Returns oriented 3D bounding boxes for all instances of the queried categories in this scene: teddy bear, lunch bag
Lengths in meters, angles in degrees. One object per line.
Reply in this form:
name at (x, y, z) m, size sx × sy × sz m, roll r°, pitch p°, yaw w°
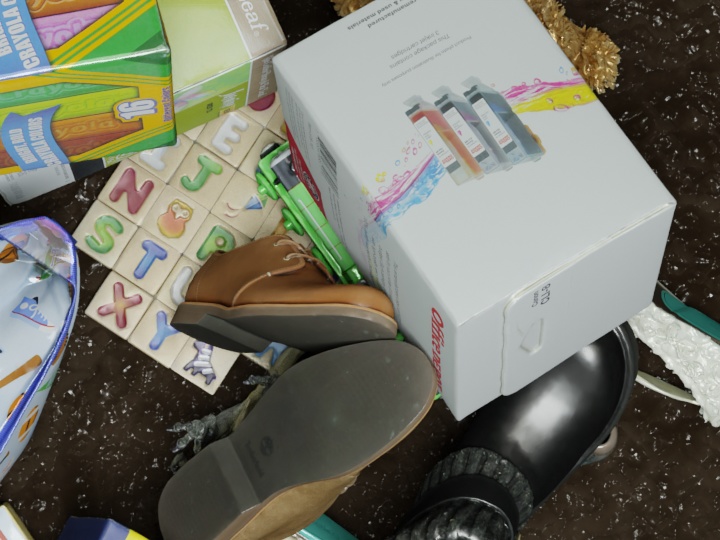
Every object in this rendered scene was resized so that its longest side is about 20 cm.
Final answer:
teddy bear at (0.078, -0.162, 1.233) m, size 0.145 × 0.067 × 0.200 m, roll -38°, pitch 90°, yaw -10°
lunch bag at (-0.239, 0.054, 1.133) m, size 0.124 × 0.170 × 0.200 m, roll 36°, pitch 84°, yaw -6°

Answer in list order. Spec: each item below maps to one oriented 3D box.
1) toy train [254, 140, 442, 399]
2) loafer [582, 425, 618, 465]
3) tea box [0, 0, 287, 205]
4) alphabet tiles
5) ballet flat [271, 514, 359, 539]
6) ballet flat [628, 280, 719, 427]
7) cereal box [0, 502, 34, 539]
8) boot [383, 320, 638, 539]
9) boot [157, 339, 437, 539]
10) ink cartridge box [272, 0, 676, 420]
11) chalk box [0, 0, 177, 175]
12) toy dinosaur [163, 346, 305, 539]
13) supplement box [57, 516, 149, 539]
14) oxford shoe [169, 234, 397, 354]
toy train at (0.000, 0.000, 1.211) m, size 0.042 × 0.056 × 0.200 m, roll -37°, pitch 93°, yaw -9°
loafer at (0.103, 0.037, 1.220) m, size 0.072 × 0.063 × 0.200 m, roll -38°, pitch 90°, yaw -8°
tea box at (-0.172, -0.176, 1.173) m, size 0.196 × 0.134 × 0.201 m, roll -23°, pitch 85°, yaw -6°
alphabet tiles at (-0.084, -0.029, 1.236) m, size 0.166 × 0.006 × 0.201 m, roll 33°, pitch 83°, yaw -2°
ballet flat at (0.012, 0.213, 1.203) m, size 0.199 × 0.069 × 0.070 m, roll 31°, pitch 83°, yaw 0°
ballet flat at (0.176, 0.031, 1.229) m, size 0.200 × 0.072 × 0.072 m, roll 38°, pitch 83°, yaw -1°
cereal box at (-0.263, 0.259, 1.177) m, size 0.200 × 0.040 × 0.144 m, roll -33°, pitch 91°, yaw -8°
boot at (0.083, 0.121, 1.127) m, size 0.079 × 0.158 × 0.212 m, roll 34°, pitch 111°, yaw 10°
boot at (-0.025, 0.106, 1.118) m, size 0.200 × 0.075 × 0.074 m, roll -35°, pitch 59°, yaw 24°
ink cartridge box at (0.063, -0.048, 1.088) m, size 0.144 × 0.145 × 0.200 m, roll -29°, pitch 68°, yaw -10°
chalk box at (-0.208, -0.128, 1.024) m, size 0.199 × 0.125 × 0.125 m, roll -12°, pitch 72°, yaw -6°
toy dinosaur at (-0.074, 0.096, 1.187) m, size 0.047 × 0.088 × 0.200 m, roll 37°, pitch 82°, yaw 14°
supplement box at (-0.105, 0.243, 1.133) m, size 0.200 × 0.109 × 0.109 m, roll 33°, pitch 73°, yaw -14°
oxford shoe at (-0.045, 0.011, 1.142) m, size 0.071 × 0.200 × 0.072 m, roll 30°, pitch 74°, yaw -35°
